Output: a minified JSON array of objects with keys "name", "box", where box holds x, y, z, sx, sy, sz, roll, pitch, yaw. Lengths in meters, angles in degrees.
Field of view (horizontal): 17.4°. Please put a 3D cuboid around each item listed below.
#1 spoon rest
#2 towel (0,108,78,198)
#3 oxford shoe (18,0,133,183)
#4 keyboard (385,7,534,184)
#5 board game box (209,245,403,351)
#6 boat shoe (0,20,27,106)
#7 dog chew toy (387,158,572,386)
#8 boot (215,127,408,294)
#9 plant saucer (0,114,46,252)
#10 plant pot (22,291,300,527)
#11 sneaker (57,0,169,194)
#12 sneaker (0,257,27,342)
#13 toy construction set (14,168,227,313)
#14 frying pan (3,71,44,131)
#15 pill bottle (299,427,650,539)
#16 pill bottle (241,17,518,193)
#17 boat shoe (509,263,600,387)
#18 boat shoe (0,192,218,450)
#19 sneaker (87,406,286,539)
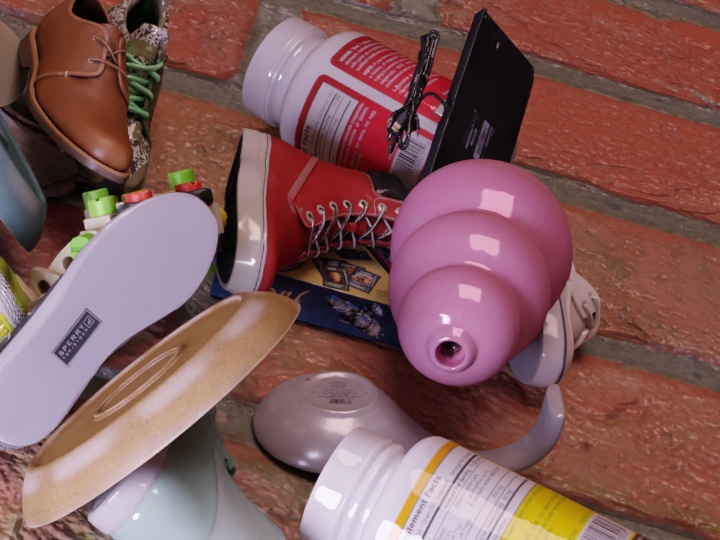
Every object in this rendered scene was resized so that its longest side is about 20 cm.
[{"name":"spoon rest","box":[0.030,0.104,1.524,0.200,0.061,0.099,2,29,-2]},{"name":"towel","box":[-0.307,-0.078,1.656,0.133,0.034,0.200,34,33,27]},{"name":"oxford shoe","box":[-0.192,-0.135,1.663,0.071,0.071,0.200,27,24,-36]},{"name":"keyboard","box":[0.067,-0.108,1.702,0.127,0.021,0.200,46,47,-34]},{"name":"board game box","box":[0.000,0.000,1.693,0.200,0.035,0.136,16,29,-3]},{"name":"boat shoe","box":[-0.312,-0.141,1.664,0.063,0.071,0.200,-11,2,30]},{"name":"dog chew toy","box":[0.073,0.008,1.553,0.125,0.125,0.200,19,29,2]},{"name":"boot","box":[-0.023,-0.029,1.626,0.144,0.072,0.200,16,25,-6]},{"name":"plant saucer","box":[-0.257,-0.104,1.542,0.027,0.200,0.200,-31,42,-3]},{"name":"plant pot","box":[-0.120,0.072,1.350,0.027,0.200,0.200,52,29,-9]},{"name":"sneaker","box":[-0.176,-0.144,1.752,0.077,0.089,0.200,17,47,-19]},{"name":"sneaker","box":[-0.284,-0.019,1.486,0.105,0.076,0.200,-26,46,-3]},{"name":"toy construction set","box":[-0.162,-0.013,1.543,0.131,0.092,0.200,-10,18,28]},{"name":"frying pan","box":[-0.245,-0.160,1.843,0.115,0.031,0.190,-2,38,-33]},{"name":"pill bottle","box":[0.069,0.168,1.367,0.200,0.109,0.109,26,30,14]},{"name":"pill bottle","box":[0.012,-0.114,1.817,0.200,0.112,0.112,31,31,21]},{"name":"boat shoe","box":[0.142,0.024,1.702,0.070,0.071,0.200,10,23,-9]},{"name":"boat shoe","box":[-0.168,0.027,1.434,0.069,0.057,0.200,49,67,-16]},{"name":"sneaker","box":[-0.090,0.140,1.385,0.118,0.074,0.200,40,14,-7]}]
